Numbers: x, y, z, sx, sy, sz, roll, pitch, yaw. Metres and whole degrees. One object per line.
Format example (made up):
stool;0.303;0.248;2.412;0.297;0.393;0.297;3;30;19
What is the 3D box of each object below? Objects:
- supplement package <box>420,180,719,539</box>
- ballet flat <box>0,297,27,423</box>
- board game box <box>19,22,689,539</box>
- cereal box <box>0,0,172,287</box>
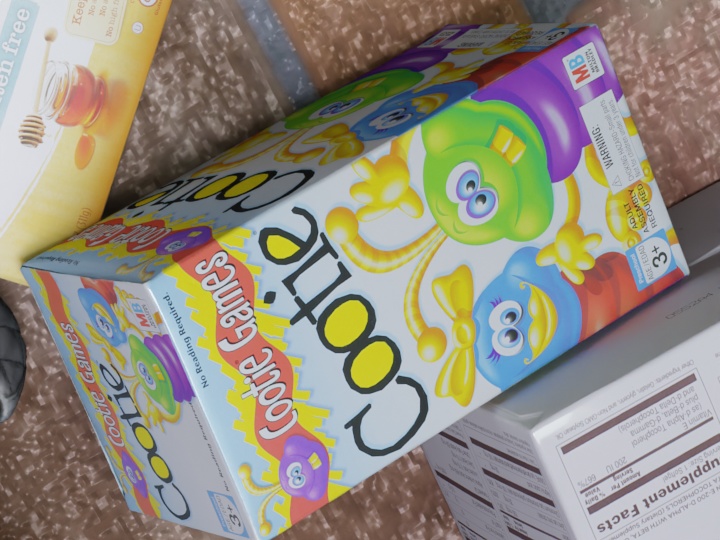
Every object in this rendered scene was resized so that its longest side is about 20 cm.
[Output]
supplement package;0.138;0.048;1.086;0.199;0.156;0.111;-27;104;-14
ballet flat;-0.211;0.014;1.008;0.199;0.057;0.067;9;113;-19
board game box;0.000;0.000;1.037;0.200;0.103;0.105;-31;108;-25
cereal box;-0.174;-0.086;1.020;0.199;0.040;0.144;17;94;-21
